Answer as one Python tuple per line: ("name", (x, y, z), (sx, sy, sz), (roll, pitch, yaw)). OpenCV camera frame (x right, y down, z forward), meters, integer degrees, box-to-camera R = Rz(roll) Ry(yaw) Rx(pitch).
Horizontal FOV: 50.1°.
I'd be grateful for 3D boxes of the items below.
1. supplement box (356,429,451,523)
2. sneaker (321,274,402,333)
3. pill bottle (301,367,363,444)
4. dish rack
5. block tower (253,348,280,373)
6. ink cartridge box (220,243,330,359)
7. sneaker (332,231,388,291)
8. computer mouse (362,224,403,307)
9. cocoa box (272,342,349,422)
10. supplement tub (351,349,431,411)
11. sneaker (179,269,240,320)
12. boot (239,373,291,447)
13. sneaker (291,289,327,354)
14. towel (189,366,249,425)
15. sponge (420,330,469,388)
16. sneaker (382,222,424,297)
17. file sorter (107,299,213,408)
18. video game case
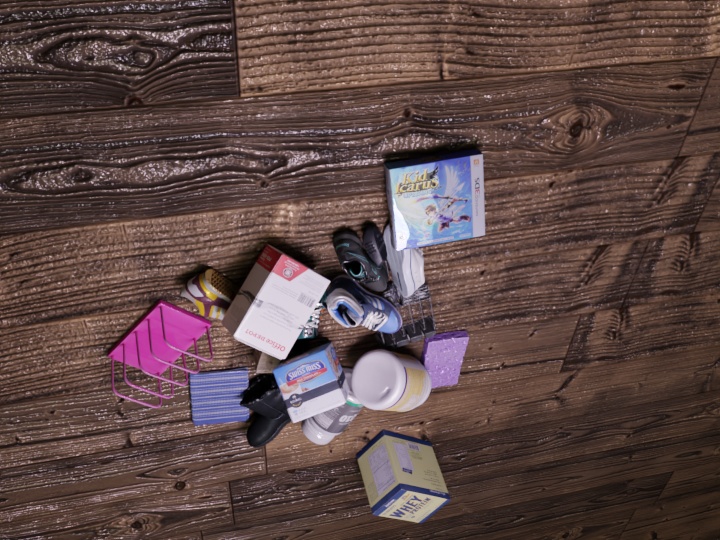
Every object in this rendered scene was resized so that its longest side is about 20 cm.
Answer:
("supplement box", (0.123, 0.599, 2.238), (0.200, 0.200, 0.134), (22, 123, -34))
("sneaker", (0.006, 0.104, 1.709), (0.200, 0.147, 0.081), (38, 114, -15))
("pill bottle", (-0.066, 0.354, 1.995), (0.113, 0.113, 0.200), (15, 127, -30))
("dish rack", (0.104, 0.104, 1.853), (0.153, 0.055, 0.200), (-17, 134, -4))
("block tower", (-0.203, 0.153, 1.794), (0.054, 0.058, 0.200), (4, 130, -22))
("ink cartridge box", (-0.181, 0.067, 1.640), (0.147, 0.083, 0.200), (31, 90, -38))
("sneaker", (0.000, 0.000, 1.691), (0.075, 0.079, 0.200), (-25, 137, 21))
("computer mouse", (0.047, -0.006, 1.676), (0.034, 0.059, 0.200), (-15, 106, 20))
("cocoa box", (-0.111, 0.257, 1.805), (0.133, 0.131, 0.200), (-21, 179, 2))
("supplement tub", (0.081, 0.277, 1.919), (0.145, 0.146, 0.200), (-37, 154, 17))
("sneaker", (-0.303, 0.076, 1.679), (0.090, 0.075, 0.200), (-26, 130, 19))
("boot", (-0.247, 0.356, 1.955), (0.198, 0.073, 0.162), (-38, 140, 6))
("sneaker", (-0.117, 0.110, 1.760), (0.071, 0.080, 0.200), (5, 131, -22))
("towel", (-0.351, 0.316, 1.930), (0.145, 0.024, 0.200), (-4, 132, -13))
("sponge", (0.215, 0.240, 2.040), (0.111, 0.030, 0.200), (-7, 134, -13))
("sneaker", (0.101, -0.036, 1.714), (0.071, 0.073, 0.200), (-37, 137, -28))
("file sorter", (-0.440, 0.192, 1.699), (0.200, 0.126, 0.139), (-42, 132, 22))
("video game case", (0.156, -0.145, 1.591), (0.200, 0.045, 0.182), (-11, 115, -9))
